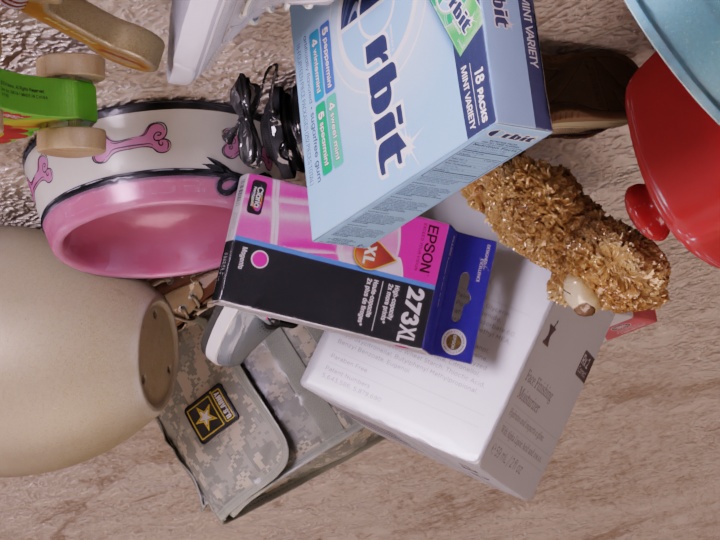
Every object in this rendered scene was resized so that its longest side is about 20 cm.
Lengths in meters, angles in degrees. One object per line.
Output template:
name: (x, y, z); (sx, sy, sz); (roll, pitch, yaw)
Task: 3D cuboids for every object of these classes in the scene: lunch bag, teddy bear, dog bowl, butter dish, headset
lunch bag: (-0.081, 0.103, 1.902); (0.200, 0.164, 0.118); (-30, 165, -12)
teddy bear: (0.131, -0.030, 1.590); (0.067, 0.200, 0.145); (-36, 163, -21)
dog bowl: (-0.150, -0.054, 1.650); (0.199, 0.074, 0.200); (-5, 161, -2)
butter dish: (0.246, -0.070, 1.507); (0.148, 0.200, 0.199); (-33, 150, 30)
headset: (-0.020, -0.094, 1.540); (0.123, 0.094, 0.200); (-20, 157, 33)

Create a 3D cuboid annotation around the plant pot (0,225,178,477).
plant pot: (-0.221, 0.064, 1.741); (0.134, 0.201, 0.200); (0, 164, 17)

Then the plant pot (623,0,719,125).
plant pot: (0.251, -0.196, 1.209); (0.188, 0.200, 0.200); (-34, 150, 26)

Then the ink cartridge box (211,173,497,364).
ink cartridge box: (0.000, 0.000, 1.588); (0.199, 0.095, 0.037); (14, 174, -15)

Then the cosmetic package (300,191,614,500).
cosmetic package: (0.086, 0.049, 1.753); (0.165, 0.200, 0.165); (23, 174, 23)

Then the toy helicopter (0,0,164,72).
toy helicopter: (-0.202, -0.162, 1.298); (0.200, 0.079, 0.132); (26, 167, -40)

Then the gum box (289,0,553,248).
gum box: (0.031, -0.127, 1.342); (0.044, 0.170, 0.200); (7, 158, -33)

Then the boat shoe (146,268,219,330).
boat shoe: (-0.156, 0.017, 1.857); (0.199, 0.072, 0.076); (-12, 161, 17)

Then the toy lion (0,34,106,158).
toy lion: (-0.276, -0.106, 1.441); (0.191, 0.069, 0.200); (-4, 176, 23)

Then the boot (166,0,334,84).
boot: (-0.060, -0.167, 1.340); (0.095, 0.074, 0.200); (6, 158, -13)

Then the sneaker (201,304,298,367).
sneaker: (-0.022, 0.024, 1.666); (0.200, 0.121, 0.084); (-50, 164, 18)

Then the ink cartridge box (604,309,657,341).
ink cartridge box: (0.158, 0.020, 1.982); (0.116, 0.068, 0.200); (-23, 157, 39)

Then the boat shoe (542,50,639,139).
boat shoe: (0.106, -0.119, 1.553); (0.199, 0.072, 0.072); (-2, 161, -32)
